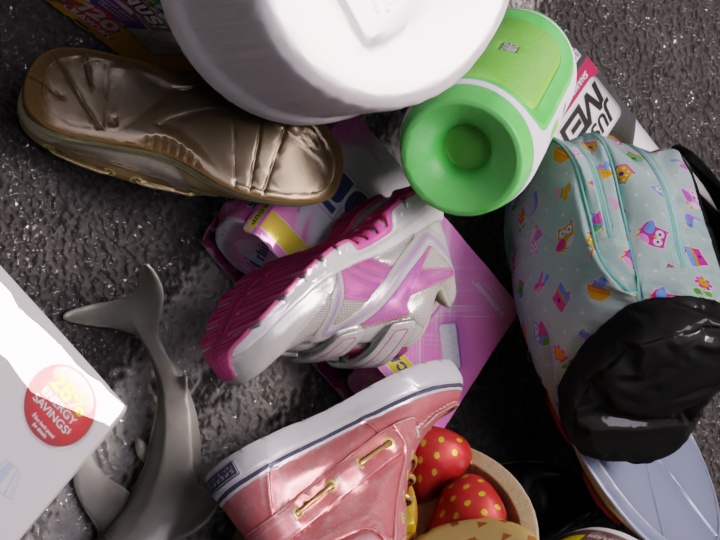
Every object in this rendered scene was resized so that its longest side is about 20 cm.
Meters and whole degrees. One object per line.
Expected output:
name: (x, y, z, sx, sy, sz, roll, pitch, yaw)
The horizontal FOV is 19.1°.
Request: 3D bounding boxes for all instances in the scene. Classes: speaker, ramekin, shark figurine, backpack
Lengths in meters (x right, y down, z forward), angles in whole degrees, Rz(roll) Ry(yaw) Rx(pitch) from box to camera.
speaker: (0.081, -0.102, 1.326, 0.089, 0.088, 0.200, 62, 22, -14)
ramekin: (-0.008, -0.181, 1.213, 0.200, 0.098, 0.201, -3, 96, -30)
shark figurine: (-0.113, 0.114, 1.271, 0.128, 0.089, 0.215, 16, 77, -36)
backpack: (0.168, 0.002, 1.375, 0.126, 0.167, 0.200, 11, 48, -24)

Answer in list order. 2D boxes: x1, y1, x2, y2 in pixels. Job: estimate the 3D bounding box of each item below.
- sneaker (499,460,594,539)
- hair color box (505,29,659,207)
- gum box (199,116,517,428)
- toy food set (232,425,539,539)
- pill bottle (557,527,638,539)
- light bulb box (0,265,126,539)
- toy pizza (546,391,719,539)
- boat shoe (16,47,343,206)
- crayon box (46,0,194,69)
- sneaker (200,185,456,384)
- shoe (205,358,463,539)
sneaker: (0.076, 0.161, 1.407, 0.200, 0.083, 0.072, -16, 94, -37)
hair color box: (0.161, -0.060, 1.512, 0.200, 0.061, 0.099, 49, 59, -23)
gum box: (0.000, 0.000, 1.378, 0.200, 0.066, 0.114, 48, 59, -23)
toy food set: (0.010, 0.168, 1.297, 0.197, 0.200, 0.049, -13, 131, -1)
pill bottle: (0.113, 0.243, 1.330, 0.200, 0.109, 0.110, -28, 101, -50)
light bulb box: (-0.263, 0.051, 1.093, 0.198, 0.200, 0.125, 50, 58, -21)
toy pizza: (0.180, 0.118, 1.474, 0.200, 0.032, 0.200, 42, 28, -28)
boat shoe: (-0.109, -0.083, 1.284, 0.199, 0.066, 0.074, 18, 73, -17)
crayon box: (-0.127, -0.179, 1.273, 0.200, 0.119, 0.058, 36, 65, -28)
sneaker: (-0.007, 0.022, 1.275, 0.200, 0.081, 0.088, -33, 102, -35)
shoe: (0.004, 0.124, 1.267, 0.200, 0.071, 0.091, -22, 76, -44)
